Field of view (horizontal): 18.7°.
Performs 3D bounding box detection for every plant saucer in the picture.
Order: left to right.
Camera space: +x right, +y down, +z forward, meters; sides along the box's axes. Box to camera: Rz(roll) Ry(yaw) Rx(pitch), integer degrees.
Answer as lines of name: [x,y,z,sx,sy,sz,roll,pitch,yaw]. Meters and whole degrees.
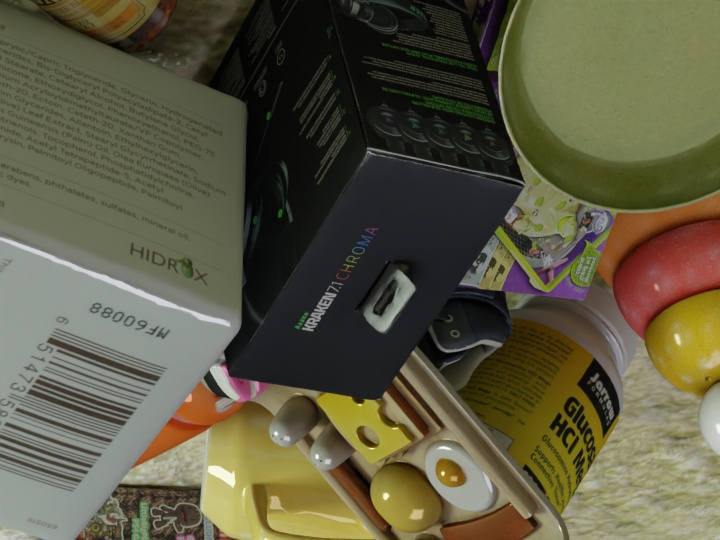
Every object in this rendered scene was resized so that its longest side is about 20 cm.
plant saucer: [0.166,-0.126,1.198,0.200,0.031,0.200,-8,124,-13]

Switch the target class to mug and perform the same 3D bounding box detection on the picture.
mug: [-0.029,0.128,1.491,0.153,0.150,0.187,6,172,-4]

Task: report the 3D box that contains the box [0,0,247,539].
box: [-0.187,-0.006,1.113,0.200,0.171,0.199,23,129,-21]

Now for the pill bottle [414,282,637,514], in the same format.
pill bottle: [0.100,0.098,1.412,0.112,0.200,0.113,22,141,19]

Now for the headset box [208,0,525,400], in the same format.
headset box: [-0.009,-0.055,1.151,0.093,0.200,0.174,11,132,-26]

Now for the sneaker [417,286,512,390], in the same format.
sneaker: [0.001,-0.001,1.307,0.202,0.146,0.077,12,144,-24]

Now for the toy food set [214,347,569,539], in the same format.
toy food set: [0.016,0.128,1.300,0.200,0.060,0.143,49,139,-6]

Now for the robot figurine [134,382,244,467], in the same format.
robot figurine: [-0.147,0.064,1.398,0.200,0.117,0.144,-28,141,28]

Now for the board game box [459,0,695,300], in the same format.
board game box: [0.103,-0.078,1.241,0.120,0.032,0.200,9,118,-18]

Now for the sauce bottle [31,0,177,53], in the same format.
sauce bottle: [-0.171,-0.178,1.081,0.066,0.066,0.200,-26,141,25]

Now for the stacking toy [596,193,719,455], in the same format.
stacking toy: [0.212,0.027,1.336,0.146,0.200,0.146,-5,146,-3]

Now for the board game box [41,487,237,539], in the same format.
board game box: [-0.146,0.248,1.690,0.200,0.097,0.159,4,145,-16]

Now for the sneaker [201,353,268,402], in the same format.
sneaker: [-0.118,-0.011,1.271,0.087,0.074,0.200,-20,102,41]
